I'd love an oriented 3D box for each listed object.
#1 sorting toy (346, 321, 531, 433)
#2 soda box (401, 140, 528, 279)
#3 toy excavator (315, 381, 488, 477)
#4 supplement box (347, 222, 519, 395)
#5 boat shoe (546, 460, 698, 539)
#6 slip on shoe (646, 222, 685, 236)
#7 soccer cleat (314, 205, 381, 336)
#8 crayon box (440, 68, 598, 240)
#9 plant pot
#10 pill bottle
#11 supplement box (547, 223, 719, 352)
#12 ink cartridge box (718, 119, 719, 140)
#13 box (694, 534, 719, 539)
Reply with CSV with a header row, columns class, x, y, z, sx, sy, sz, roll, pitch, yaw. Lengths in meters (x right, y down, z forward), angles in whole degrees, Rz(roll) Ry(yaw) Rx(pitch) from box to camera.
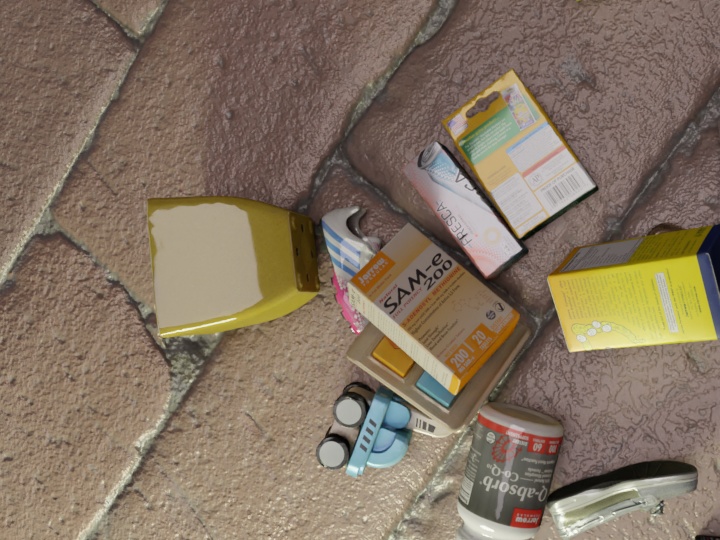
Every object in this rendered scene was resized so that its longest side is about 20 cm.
class,x,y,z,sx,sy,sz,roll,pitch,yaw
sorting toy,0.107,0.098,1.194,0.200,0.037,0.185,32,72,19
soda box,0.147,-0.084,1.210,0.068,0.064,0.200,-40,77,14
toy excavator,0.061,0.218,1.229,0.199,0.100,0.195,22,95,5
supplement box,0.095,0.050,1.159,0.200,0.074,0.126,40,73,17
boat shoe,0.345,0.300,1.129,0.201,0.074,0.065,-22,88,22
slip on shoe,0.454,0.007,1.100,0.200,0.061,0.076,42,102,16
soccer cleat,0.000,0.000,1.255,0.086,0.070,0.201,-22,81,18
crayon box,0.219,-0.159,1.192,0.126,0.052,0.200,-35,79,15
plant pot,-0.171,-0.011,1.259,0.199,0.194,0.197,-6,86,14
pill bottle,0.195,0.288,1.156,0.115,0.116,0.201,14,94,19
supplement box,0.353,0.024,1.068,0.199,0.109,0.110,-10,106,37
ink cartridge box,0.515,-0.127,1.037,0.125,0.129,0.201,-5,86,8
box,0.512,0.404,1.047,0.199,0.106,0.123,0,89,19
